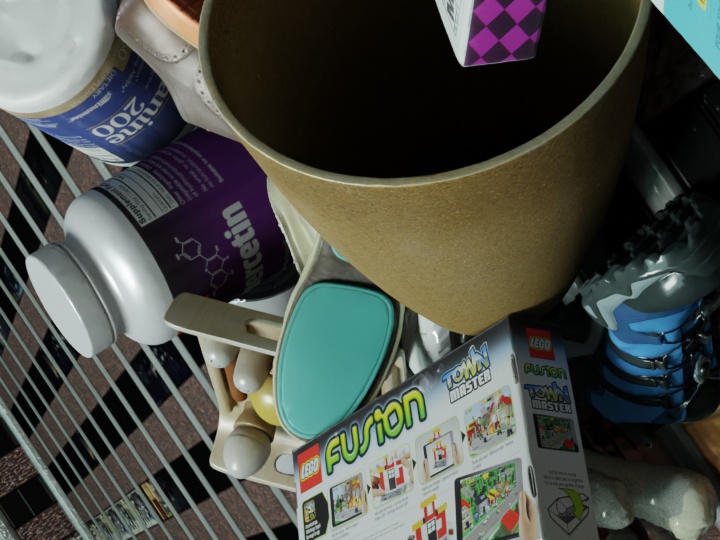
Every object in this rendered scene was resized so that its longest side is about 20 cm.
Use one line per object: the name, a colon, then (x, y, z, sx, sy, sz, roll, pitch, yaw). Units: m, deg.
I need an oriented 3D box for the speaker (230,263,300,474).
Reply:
speaker: (-0.062, 0.069, 1.118, 0.081, 0.081, 0.200, 36, 149, 41)

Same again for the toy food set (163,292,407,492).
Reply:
toy food set: (-0.044, 0.095, 0.926, 0.143, 0.060, 0.200, 13, 150, 12)

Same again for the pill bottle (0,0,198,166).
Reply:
pill bottle: (-0.171, -0.133, 0.955, 0.111, 0.111, 0.200, 47, -173, 21)

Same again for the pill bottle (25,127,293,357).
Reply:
pill bottle: (-0.116, -0.026, 0.949, 0.112, 0.200, 0.113, 44, 154, 28)

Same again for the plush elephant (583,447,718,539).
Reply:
plush elephant: (0.081, 0.177, 0.794, 0.200, 0.155, 0.165, 21, 153, -8)

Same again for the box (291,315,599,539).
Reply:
box: (0.034, 0.112, 0.720, 0.200, 0.035, 0.110, -37, 51, 47)

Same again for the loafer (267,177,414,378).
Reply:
loafer: (-0.011, 0.010, 0.921, 0.068, 0.076, 0.200, -17, 111, 33)

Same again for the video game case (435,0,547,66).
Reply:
video game case: (0.041, -0.207, 0.509, 0.200, 0.036, 0.181, 95, 166, -54)

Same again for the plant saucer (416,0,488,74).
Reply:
plant saucer: (0.000, -0.168, 0.748, 0.200, 0.036, 0.200, 44, 155, 28)

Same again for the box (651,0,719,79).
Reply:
box: (0.111, -0.132, 0.453, 0.200, 0.049, 0.082, -113, 15, -48)

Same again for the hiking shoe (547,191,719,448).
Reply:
hiking shoe: (0.148, 0.027, 0.677, 0.087, 0.074, 0.200, 45, 165, 8)

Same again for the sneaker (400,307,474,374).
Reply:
sneaker: (0.054, 0.032, 0.852, 0.099, 0.078, 0.200, 39, 151, 43)

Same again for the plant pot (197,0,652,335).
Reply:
plant pot: (0.043, -0.058, 0.653, 0.186, 0.186, 0.200, 42, 165, 32)

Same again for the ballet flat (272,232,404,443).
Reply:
ballet flat: (0.000, 0.000, 0.809, 0.069, 0.069, 0.200, 29, 107, 48)

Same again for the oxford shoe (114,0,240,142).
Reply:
oxford shoe: (-0.060, -0.105, 0.856, 0.200, 0.071, 0.073, 44, 133, -8)
